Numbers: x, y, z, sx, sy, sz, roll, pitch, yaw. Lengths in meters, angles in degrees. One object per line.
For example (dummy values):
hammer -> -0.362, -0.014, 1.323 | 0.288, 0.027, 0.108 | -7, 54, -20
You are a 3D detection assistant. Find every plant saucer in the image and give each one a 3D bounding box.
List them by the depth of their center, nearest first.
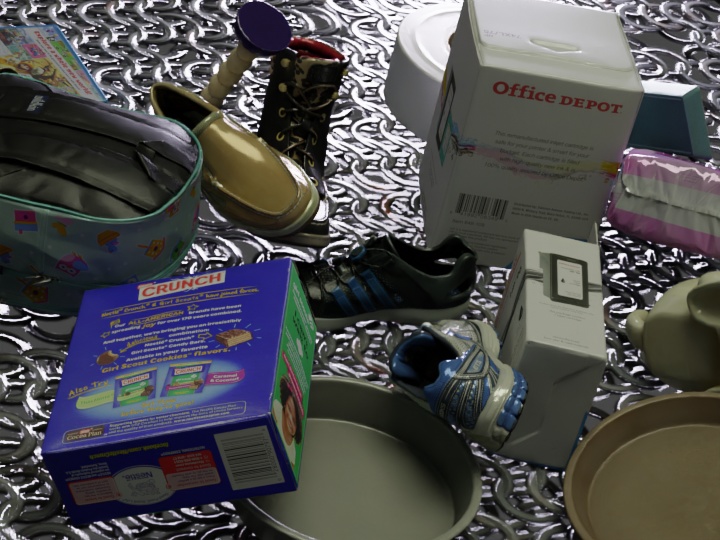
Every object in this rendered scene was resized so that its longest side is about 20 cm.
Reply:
plant saucer -> 0.252, 0.169, 1.532 | 0.200, 0.030, 0.200 | -6, 39, 5
plant saucer -> 0.272, -0.144, 1.939 | 0.019, 0.070, 0.200 | -17, 13, -18

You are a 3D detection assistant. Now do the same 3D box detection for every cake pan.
cake pan -> -0.011, 0.152, 1.500 | 0.200, 0.037, 0.200 | 10, 33, -7

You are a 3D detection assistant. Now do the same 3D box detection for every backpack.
backpack -> -0.225, -0.054, 1.616 | 0.199, 0.154, 0.176 | 7, 34, 11

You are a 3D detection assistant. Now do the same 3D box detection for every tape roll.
tape roll -> 0.126, -0.186, 2.017 | 0.202, 0.071, 0.203 | 10, 34, -7

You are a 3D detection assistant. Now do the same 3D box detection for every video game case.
video game case -> -0.351, -0.181, 1.880 | 0.200, 0.018, 0.143 | -7, 38, -28

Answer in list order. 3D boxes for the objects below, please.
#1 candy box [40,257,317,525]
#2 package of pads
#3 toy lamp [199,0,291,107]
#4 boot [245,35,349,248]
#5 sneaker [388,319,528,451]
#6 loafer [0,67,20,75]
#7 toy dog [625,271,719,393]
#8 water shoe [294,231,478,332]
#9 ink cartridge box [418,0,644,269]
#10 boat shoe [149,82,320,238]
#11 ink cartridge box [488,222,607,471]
candy box -> -0.126, 0.083, 1.475 | 0.169, 0.077, 0.200 | -10, 33, 10
package of pads -> 0.285, -0.061, 1.822 | 0.120, 0.076, 0.200 | 18, 7, 7
toy lamp -> -0.125, -0.151, 1.761 | 0.058, 0.200, 0.058 | 15, 54, -22
boot -> -0.052, -0.109, 1.731 | 0.073, 0.151, 0.200 | 10, 17, -8
sneaker -> 0.062, 0.068, 1.558 | 0.085, 0.077, 0.200 | 27, 3, -18
loafer -> -0.347, -0.114, 1.731 | 0.076, 0.068, 0.200 | 21, 38, 11
toy dog -> 0.344, 0.049, 1.722 | 0.200, 0.140, 0.194 | -21, 11, -39
water shoe -> 0.000, 0.000, 1.689 | 0.200, 0.079, 0.072 | -2, 36, -22
ink cartridge box -> 0.146, -0.122, 1.811 | 0.146, 0.200, 0.146 | 9, 34, -9
boat shoe -> -0.113, -0.094, 1.656 | 0.072, 0.076, 0.200 | -46, 48, -13
ink cartridge box -> 0.148, 0.050, 1.638 | 0.068, 0.116, 0.200 | 13, 33, -4
